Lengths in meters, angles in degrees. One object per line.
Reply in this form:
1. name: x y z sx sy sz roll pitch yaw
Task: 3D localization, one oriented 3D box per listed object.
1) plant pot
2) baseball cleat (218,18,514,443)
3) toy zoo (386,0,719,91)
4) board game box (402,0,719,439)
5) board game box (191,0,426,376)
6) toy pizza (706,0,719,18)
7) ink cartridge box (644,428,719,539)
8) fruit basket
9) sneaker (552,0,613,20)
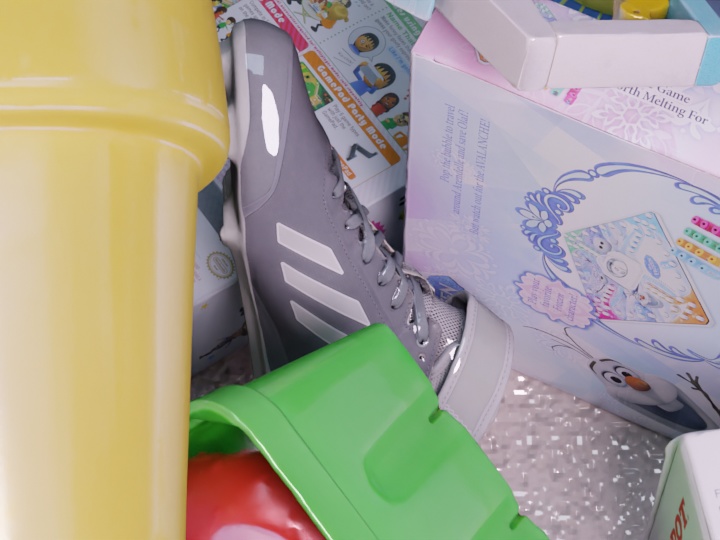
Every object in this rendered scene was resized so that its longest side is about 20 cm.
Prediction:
1. plant pot: -0.126 0.012 0.658 0.199 0.201 0.190 -10 80 -8
2. baseball cleat: 0.000 0.000 0.829 0.106 0.201 0.070 -5 33 0
3. toy zoo: 0.092 -0.103 0.764 0.199 0.021 0.132 -2 38 -20
4. board game box: 0.112 -0.002 0.820 0.198 0.200 0.044 23 65 11
5. board game box: -0.057 -0.051 0.923 0.199 0.064 0.148 -30 65 -17
6. toy pizza: 0.192 -0.089 0.821 0.199 0.032 0.201 9 36 -7
7. ink cartridge box: 0.154 0.165 0.757 0.084 0.146 0.201 -7 61 -5
8. fruit basket: -0.031 0.146 0.740 0.214 0.155 0.217 15 61 -30
9. sneaker: 0.115 -0.077 0.920 0.105 0.075 0.200 -58 41 11
